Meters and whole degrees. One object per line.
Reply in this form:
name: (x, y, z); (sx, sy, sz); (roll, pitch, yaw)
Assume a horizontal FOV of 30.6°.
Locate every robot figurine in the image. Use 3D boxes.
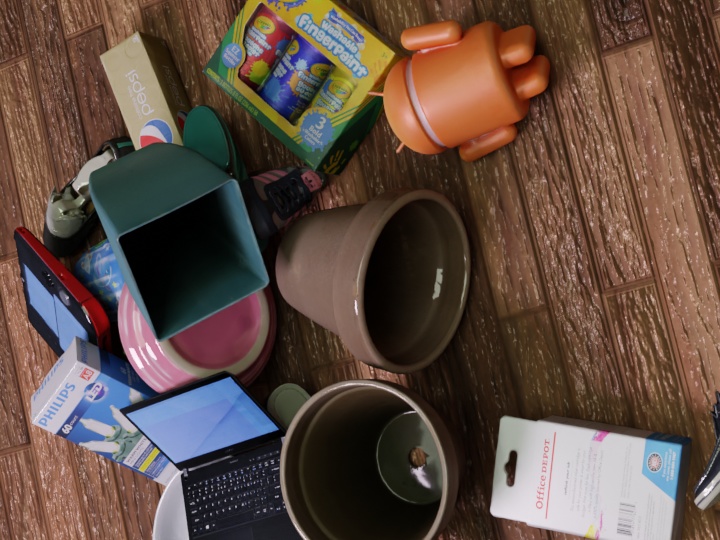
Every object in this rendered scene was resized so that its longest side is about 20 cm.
robot figurine: (0.109, -0.202, 1.454); (0.198, 0.143, 0.118); (-21, 64, 23)

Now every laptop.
laptop: (-0.169, 0.238, 1.508); (0.176, 0.103, 0.203); (-21, 70, 32)

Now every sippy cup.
sippy cup: (-0.280, 0.006, 1.628); (0.129, 0.140, 0.179); (-15, 41, 33)

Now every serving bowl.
serving bowl: (-0.159, 0.324, 1.589); (0.198, 0.065, 0.203); (-7, 77, 34)

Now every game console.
game console: (-0.373, 0.060, 1.648); (0.176, 0.031, 0.201); (41, 148, 21)

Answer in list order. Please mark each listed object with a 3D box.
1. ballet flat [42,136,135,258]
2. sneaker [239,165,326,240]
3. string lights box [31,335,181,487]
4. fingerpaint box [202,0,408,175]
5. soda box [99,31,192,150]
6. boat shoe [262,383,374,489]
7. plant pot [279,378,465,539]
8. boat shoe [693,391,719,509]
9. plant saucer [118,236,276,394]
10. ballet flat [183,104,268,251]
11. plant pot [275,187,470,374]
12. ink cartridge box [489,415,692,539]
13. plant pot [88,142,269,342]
ballet flat: (-0.360, -0.098, 1.690); (0.068, 0.068, 0.200); (46, 107, 17)
sneaker: (-0.088, -0.089, 1.501); (0.081, 0.200, 0.071); (-26, 100, 11)
string lights box: (-0.287, 0.173, 1.593); (0.103, 0.199, 0.059); (-51, 29, 15)
fingerpaint box: (-0.063, -0.241, 1.554); (0.200, 0.073, 0.168); (42, 106, 18)
soda box: (-0.251, -0.192, 1.645); (0.067, 0.064, 0.202); (-26, 80, 22)
boat shoe: (-0.048, 0.227, 1.554); (0.203, 0.071, 0.061); (58, 154, 2)
plant pot: (0.034, 0.215, 1.454); (0.197, 0.173, 0.203); (0, 91, 24)
boat shoe: (0.390, 0.151, 1.352); (0.062, 0.074, 0.202); (29, 96, 26)
plant saucer: (-0.183, 0.054, 1.546); (0.051, 0.198, 0.204); (-17, 81, 59)
ballet flat: (-0.160, -0.101, 1.577); (0.067, 0.070, 0.202); (-26, 69, 16)
plant pot: (0.000, 0.000, 1.477); (0.173, 0.199, 0.203); (12, 95, 40)
ink cartridge box: (0.247, 0.223, 1.415); (0.197, 0.068, 0.117); (8, 93, 23)
plant pot: (-0.218, -0.052, 1.461); (0.140, 0.143, 0.200); (-27, 36, -16)
